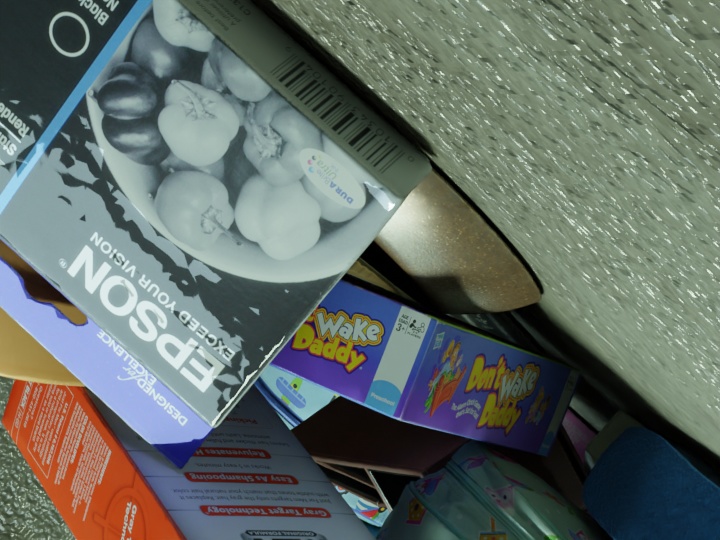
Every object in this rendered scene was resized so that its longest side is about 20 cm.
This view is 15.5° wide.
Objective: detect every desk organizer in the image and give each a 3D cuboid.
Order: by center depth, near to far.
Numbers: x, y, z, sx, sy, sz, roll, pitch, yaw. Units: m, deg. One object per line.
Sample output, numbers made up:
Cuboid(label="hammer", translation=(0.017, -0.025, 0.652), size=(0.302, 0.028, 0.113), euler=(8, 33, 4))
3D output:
Cuboid(label="desk organizer", translation=(0.032, 0.103, 1.357), size=(0.072, 0.077, 0.200), euler=(61, 158, -12))

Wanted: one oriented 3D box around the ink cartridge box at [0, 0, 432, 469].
Cuboid(label="ink cartridge box", translation=(-0.102, -0.036, 1.061), size=(0.198, 0.200, 0.043), euler=(41, -146, 3))

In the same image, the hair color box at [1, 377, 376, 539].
Cuboid(label="hair color box", translation=(-0.075, 0.099, 1.176), size=(0.101, 0.061, 0.200), euler=(5, -154, -32))

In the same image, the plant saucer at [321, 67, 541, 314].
Cuboid(label="plant saucer", translation=(-0.008, -0.042, 1.124), size=(0.200, 0.037, 0.200), euler=(42, 175, 4))

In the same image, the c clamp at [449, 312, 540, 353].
Cuboid(label="c clamp", translation=(0.000, 0.000, 1.324), size=(0.170, 0.027, 0.200), euler=(4, 150, 46))

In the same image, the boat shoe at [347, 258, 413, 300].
Cuboid(label="boat shoe", translation=(-0.020, -0.014, 1.414), size=(0.200, 0.071, 0.065), euler=(52, -151, -43))

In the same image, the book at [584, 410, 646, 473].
Cuboid(label="book", translation=(0.165, 0.138, 1.320), size=(0.134, 0.048, 0.200), euler=(45, 176, 10))

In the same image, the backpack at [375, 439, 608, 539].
Cuboid(label="backpack", translation=(0.084, 0.174, 1.205), size=(0.200, 0.127, 0.167), euler=(39, 175, -16))

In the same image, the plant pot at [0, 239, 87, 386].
Cuboid(label="plant pot", translation=(-0.149, -0.057, 1.210), size=(0.199, 0.141, 0.200), euler=(15, -157, -7))

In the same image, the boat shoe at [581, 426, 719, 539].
Cuboid(label="boat shoe", translation=(0.165, 0.131, 1.121), size=(0.069, 0.084, 0.200), euler=(36, -163, -31))

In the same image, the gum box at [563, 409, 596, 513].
Cuboid(label="gum box", translation=(0.101, 0.147, 1.535), size=(0.066, 0.114, 0.200), euler=(41, 176, 6))

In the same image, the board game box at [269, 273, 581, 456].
Cuboid(label="board game box", translation=(0.004, 0.031, 1.180), size=(0.134, 0.045, 0.200), euler=(22, -179, 23))

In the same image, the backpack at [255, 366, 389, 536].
Cuboid(label="backpack", translation=(-0.009, 0.087, 1.574), size=(0.182, 0.135, 0.200), euler=(42, -171, 6))
